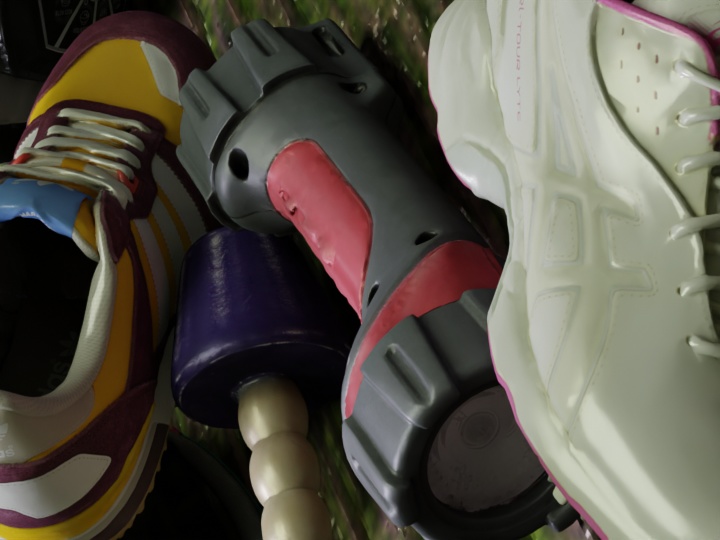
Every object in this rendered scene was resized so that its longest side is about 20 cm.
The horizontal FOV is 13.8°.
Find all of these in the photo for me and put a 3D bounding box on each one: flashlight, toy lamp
[{"bbox_3d":[0.000,0.000,0.816,0.200,0.067,0.068,50,134,52],"label":"flashlight"},{"bbox_3d":[-0.017,0.078,0.852,0.058,0.058,0.201,-53,43,48],"label":"toy lamp"}]

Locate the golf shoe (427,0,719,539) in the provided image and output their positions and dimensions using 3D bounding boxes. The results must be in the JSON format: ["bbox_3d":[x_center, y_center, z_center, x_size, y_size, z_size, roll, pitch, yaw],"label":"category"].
[{"bbox_3d":[0.071,-0.014,0.670,0.092,0.075,0.201,-56,41,40],"label":"golf shoe"}]

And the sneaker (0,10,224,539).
[{"bbox_3d":[-0.083,-0.015,0.910,0.090,0.075,0.201,77,-164,-54],"label":"sneaker"}]

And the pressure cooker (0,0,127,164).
[{"bbox_3d":[-0.168,-0.152,1.047,0.176,0.178,0.201,-138,56,-61],"label":"pressure cooker"}]

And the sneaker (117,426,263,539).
[{"bbox_3d":[-0.071,0.134,0.931,0.121,0.083,0.201,132,137,-65],"label":"sneaker"}]
